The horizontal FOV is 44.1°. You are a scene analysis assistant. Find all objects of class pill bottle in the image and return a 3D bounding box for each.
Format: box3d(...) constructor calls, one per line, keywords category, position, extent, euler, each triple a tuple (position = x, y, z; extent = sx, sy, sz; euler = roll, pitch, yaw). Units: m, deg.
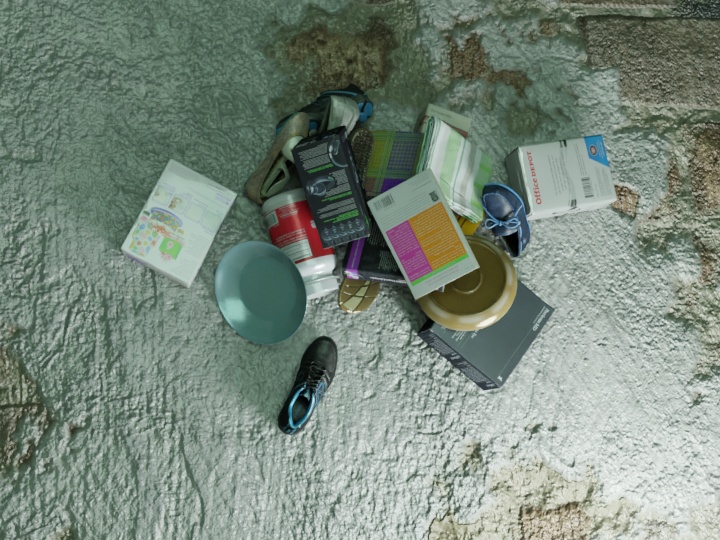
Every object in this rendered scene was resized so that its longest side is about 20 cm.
box3d(category="pill bottle", position=(-0.110, -0.048, 1.708), extent=(0.111, 0.112, 0.201), euler=(-16, 85, -15))

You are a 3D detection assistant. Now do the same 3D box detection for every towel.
box3d(category="towel", position=(0.064, -0.210, 1.762), extent=(0.199, 0.023, 0.145), euler=(6, 73, 31))
box3d(category="towel", position=(0.187, -0.194, 1.725), extent=(0.199, 0.031, 0.150), euler=(26, 72, -41))

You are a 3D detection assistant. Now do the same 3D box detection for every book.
box3d(category="book", position=(0.113, -0.066, 1.623), extent=(0.133, 0.048, 0.201), euler=(-27, 86, 14))

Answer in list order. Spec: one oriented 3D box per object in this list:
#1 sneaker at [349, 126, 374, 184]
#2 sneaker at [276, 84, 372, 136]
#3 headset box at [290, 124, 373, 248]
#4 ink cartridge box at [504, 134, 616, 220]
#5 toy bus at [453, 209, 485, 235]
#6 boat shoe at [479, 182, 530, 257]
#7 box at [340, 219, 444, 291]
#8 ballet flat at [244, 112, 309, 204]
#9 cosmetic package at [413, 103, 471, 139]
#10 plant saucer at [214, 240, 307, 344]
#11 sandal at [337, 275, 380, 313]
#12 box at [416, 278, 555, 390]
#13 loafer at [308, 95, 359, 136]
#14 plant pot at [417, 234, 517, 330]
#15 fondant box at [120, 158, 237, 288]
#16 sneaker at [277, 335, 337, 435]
box3d(category="sneaker", position=(-0.026, -0.186, 1.760), extent=(0.070, 0.076, 0.201), euler=(21, 96, -19))
box3d(category="sneaker", position=(-0.077, -0.312, 1.787), extent=(0.199, 0.073, 0.082), euler=(-19, 49, -7))
box3d(category="headset box", position=(-0.046, -0.150, 1.627), extent=(0.092, 0.174, 0.201), euler=(-16, 103, 7))
box3d(category="ink cartridge box", position=(0.418, -0.194, 1.867), extent=(0.198, 0.084, 0.147), euler=(-9, 83, -13))
box3d(category="toy bus", position=(0.195, -0.089, 1.809), extent=(0.078, 0.065, 0.201), euler=(32, 76, -4))
box3d(category="boat shoe", position=(0.297, -0.097, 1.774), extent=(0.200, 0.084, 0.069), euler=(45, 55, -42))
box3d(category="box", position=(0.074, -0.039, 1.706), extent=(0.198, 0.036, 0.144), euler=(8, 58, 11))
box3d(category="ballet flat", position=(-0.147, -0.209, 1.717), extent=(0.067, 0.068, 0.201), euler=(46, 109, 35))
box3d(category="cosmetic package", position=(0.147, -0.222, 1.809), extent=(0.103, 0.087, 0.201), euler=(17, 77, -8))
box3d(category="plant saucer", position=(-0.181, 0.038, 1.673), extent=(0.200, 0.039, 0.203), euler=(7, 108, 23))
box3d(category="sandal", position=(0.000, 0.000, 1.757), extent=(0.080, 0.054, 0.201), euler=(31, 58, -25))
box3d(category="box", position=(0.248, 0.104, 1.767), extent=(0.182, 0.104, 0.200), euler=(39, 75, -2))
box3d(category="loafer", position=(-0.073, -0.250, 1.732), extent=(0.069, 0.070, 0.201), euler=(16, 115, -26))
box3d(category="plant pot", position=(0.201, 0.017, 1.707), extent=(0.198, 0.028, 0.202), euler=(-3, 65, 6))
box3d(category="fondant box", position=(-0.344, -0.089, 1.691), extent=(0.144, 0.058, 0.201), euler=(28, 75, -7))
box3d(category="sneaker", position=(-0.091, 0.218, 1.682), extent=(0.073, 0.082, 0.201), euler=(23, 75, -6))
